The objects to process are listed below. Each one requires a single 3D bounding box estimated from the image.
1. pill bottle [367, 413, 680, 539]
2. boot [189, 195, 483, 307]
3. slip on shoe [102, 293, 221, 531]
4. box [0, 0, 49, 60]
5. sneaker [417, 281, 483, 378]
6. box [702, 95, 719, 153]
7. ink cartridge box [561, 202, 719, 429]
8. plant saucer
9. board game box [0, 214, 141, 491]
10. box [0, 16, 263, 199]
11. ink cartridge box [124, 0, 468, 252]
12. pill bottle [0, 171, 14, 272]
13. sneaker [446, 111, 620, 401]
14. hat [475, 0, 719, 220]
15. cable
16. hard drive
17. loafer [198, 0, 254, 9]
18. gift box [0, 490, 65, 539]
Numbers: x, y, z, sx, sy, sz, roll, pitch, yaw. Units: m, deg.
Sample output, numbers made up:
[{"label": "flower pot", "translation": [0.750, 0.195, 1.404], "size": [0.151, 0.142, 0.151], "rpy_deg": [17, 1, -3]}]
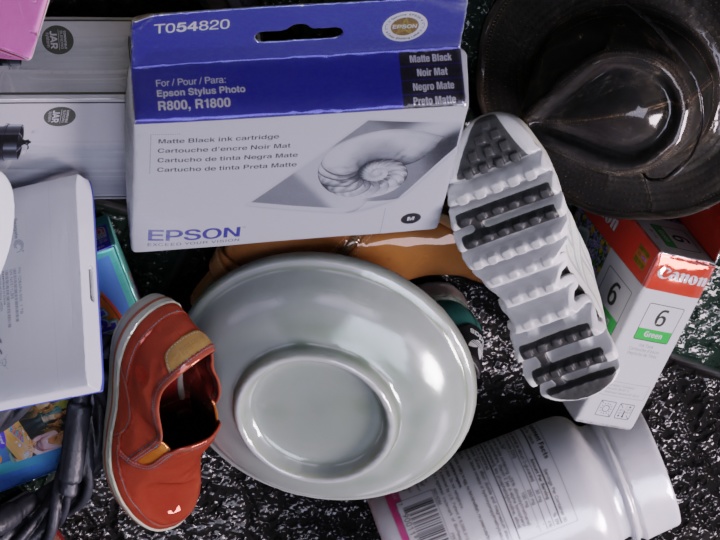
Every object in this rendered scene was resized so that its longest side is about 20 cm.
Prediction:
[{"label": "pill bottle", "translation": [0.114, 0.170, 1.720], "size": [0.199, 0.113, 0.114], "rpy_deg": [-21, 124, -1]}, {"label": "boot", "translation": [0.000, 0.000, 1.618], "size": [0.200, 0.074, 0.155], "rpy_deg": [27, 113, -21]}, {"label": "slip on shoe", "translation": [-0.122, 0.102, 1.572], "size": [0.074, 0.061, 0.200], "rpy_deg": [-35, 147, -33]}, {"label": "box", "translation": [-0.220, -0.211, 1.315], "size": [0.096, 0.200, 0.176], "rpy_deg": [18, 89, -24]}, {"label": "sneaker", "translation": [-0.009, 0.082, 1.652], "size": [0.200, 0.080, 0.071], "rpy_deg": [-29, 126, 4]}, {"label": "box", "translation": [0.353, -0.123, 1.542], "size": [0.122, 0.200, 0.193], "rpy_deg": [-22, 140, -58]}, {"label": "ink cartridge box", "translation": [0.180, -0.008, 1.631], "size": [0.050, 0.109, 0.200], "rpy_deg": [10, 117, -27]}, {"label": "plant saucer", "translation": [-0.026, 0.082, 1.589], "size": [0.199, 0.050, 0.201], "rpy_deg": [5, 126, 6]}, {"label": "board game box", "translation": [-0.231, 0.066, 1.606], "size": [0.199, 0.045, 0.152], "rpy_deg": [-19, 123, -2]}, {"label": "box", "translation": [-0.162, -0.097, 1.489], "size": [0.199, 0.060, 0.117], "rpy_deg": [-1, 149, -15]}, {"label": "ink cartridge box", "translation": [-0.039, -0.082, 1.449], "size": [0.199, 0.041, 0.200], "rpy_deg": [-5, 149, -8]}, {"label": "pill bottle", "translation": [-0.308, -0.041, 1.427], "size": [0.199, 0.114, 0.115], "rpy_deg": [16, 122, 17]}, {"label": "sneaker", "translation": [0.108, -0.016, 1.552], "size": [0.075, 0.081, 0.200], "rpy_deg": [-13, 118, 16]}, {"label": "hat", "translation": [0.155, -0.103, 1.528], "size": [0.200, 0.081, 0.201], "rpy_deg": [11, 119, 20]}, {"label": "cable", "translation": [-0.212, 0.119, 1.554], "size": [0.200, 0.051, 0.163], "rpy_deg": [-46, 145, -4]}, {"label": "hard drive", "translation": [-0.252, 0.026, 1.492], "size": [0.199, 0.132, 0.025], "rpy_deg": [-12, 162, 20]}, {"label": "loafer", "translation": [-0.121, -0.233, 1.448], "size": [0.063, 0.072, 0.200], "rpy_deg": [-12, 126, 16]}, {"label": "gift box", "translation": [-0.248, 0.300, 1.663], "size": [0.186, 0.185, 0.200], "rpy_deg": [-28, 120, 0]}]
